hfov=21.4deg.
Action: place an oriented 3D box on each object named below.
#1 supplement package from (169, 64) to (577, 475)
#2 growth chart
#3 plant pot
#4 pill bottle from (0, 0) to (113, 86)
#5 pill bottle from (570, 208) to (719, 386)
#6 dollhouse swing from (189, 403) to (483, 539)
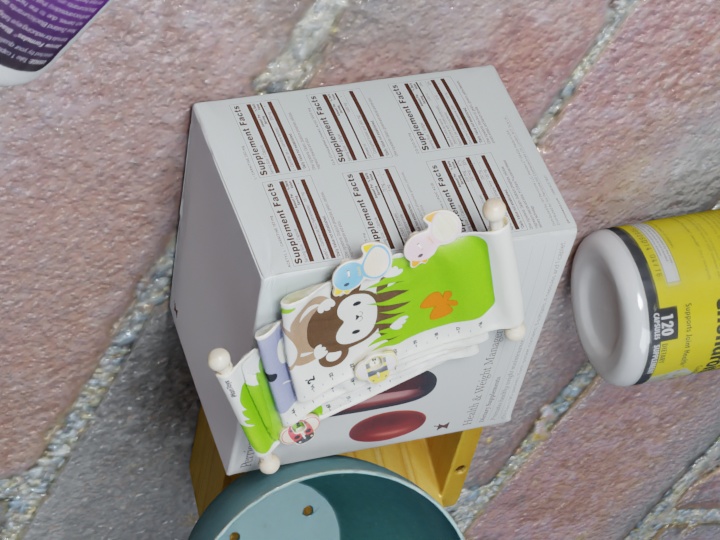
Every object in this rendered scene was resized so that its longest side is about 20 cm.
[{"bbox_3d":[0.000,0.000,1.190,0.198,0.148,0.192,-9,141,-19],"label":"supplement package"},{"bbox_3d":[0.007,0.037,1.101,0.199,0.018,0.145,-27,142,2],"label":"growth chart"},{"bbox_3d":[-0.039,0.206,1.265,0.198,0.135,0.202,-5,105,-18],"label":"plant pot"},{"bbox_3d":[-0.170,-0.162,0.936,0.200,0.112,0.111,-41,139,22],"label":"pill bottle"},{"bbox_3d":[0.259,0.013,1.367,0.198,0.113,0.113,-10,141,-16],"label":"pill bottle"},{"bbox_3d":[-0.003,0.167,1.368,0.198,0.177,0.183,-6,140,-19],"label":"dollhouse swing"}]
